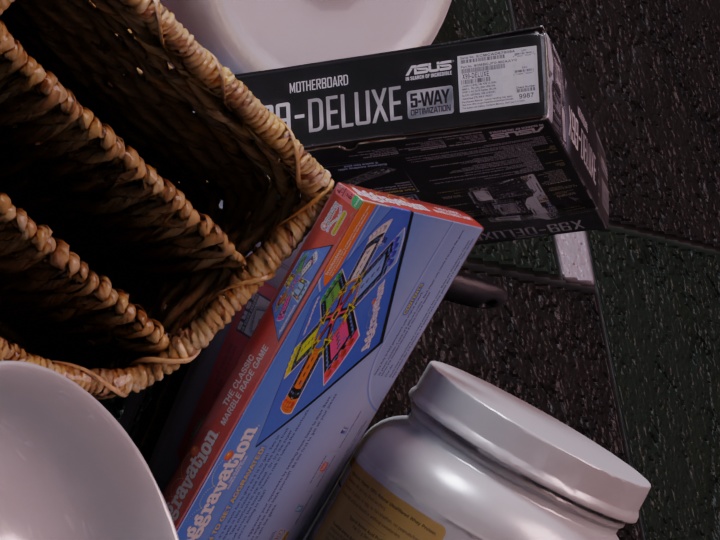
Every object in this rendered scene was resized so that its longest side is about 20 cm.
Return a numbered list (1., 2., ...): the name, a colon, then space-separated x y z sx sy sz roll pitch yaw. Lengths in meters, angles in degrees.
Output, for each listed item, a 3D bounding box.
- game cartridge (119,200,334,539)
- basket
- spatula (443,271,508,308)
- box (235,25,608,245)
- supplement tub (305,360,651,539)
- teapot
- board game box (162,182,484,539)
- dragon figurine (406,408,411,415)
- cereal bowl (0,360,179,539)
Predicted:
1. game cartridge: -0.051 0.060 1.437 0.133 0.041 0.200 33 76 -53
2. basket: -0.137 -0.032 1.285 0.200 0.149 0.143 46 55 -36
3. spatula: 0.000 0.000 1.531 0.200 0.056 0.021 8 60 -39
4. box: 0.013 -0.055 1.487 0.158 0.199 0.050 50 35 -65
5. supplement tub: 0.038 0.160 1.428 0.145 0.145 0.200 24 97 -53
6. teapot: -0.058 -0.175 1.535 0.197 0.146 0.201 -18 110 -34
7. board game box: -0.025 0.055 1.368 0.019 0.200 0.103 38 15 31
8. dragon figurine: -0.006 0.092 1.558 0.099 0.059 0.200 47 39 -38
9. cereal bowl: -0.159 0.142 1.249 0.200 0.083 0.201 35 46 -48
